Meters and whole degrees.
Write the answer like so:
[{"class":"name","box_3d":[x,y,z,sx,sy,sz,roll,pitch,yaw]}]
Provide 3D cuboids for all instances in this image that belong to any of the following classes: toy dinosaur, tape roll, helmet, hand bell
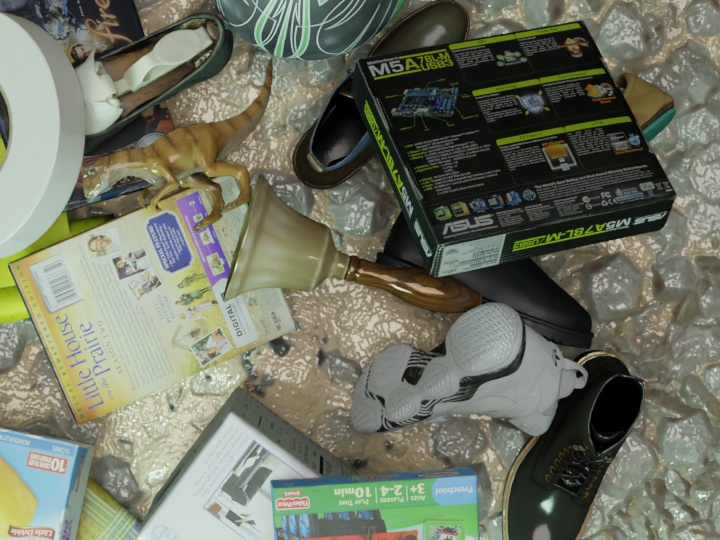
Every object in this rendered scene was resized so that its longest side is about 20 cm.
[{"class":"toy dinosaur","box_3d":[-0.123,-0.096,1.508,0.200,0.060,0.106,-26,87,-24]},{"class":"tape roll","box_3d":[-0.306,-0.106,1.483,0.203,0.037,0.203,-1,87,29]},{"class":"helmet","box_3d":[-0.038,-0.268,1.504,0.200,0.200,0.191,17,73,-3]},{"class":"hand bell","box_3d":[0.000,0.000,1.509,0.200,0.104,0.104,16,90,-6]}]

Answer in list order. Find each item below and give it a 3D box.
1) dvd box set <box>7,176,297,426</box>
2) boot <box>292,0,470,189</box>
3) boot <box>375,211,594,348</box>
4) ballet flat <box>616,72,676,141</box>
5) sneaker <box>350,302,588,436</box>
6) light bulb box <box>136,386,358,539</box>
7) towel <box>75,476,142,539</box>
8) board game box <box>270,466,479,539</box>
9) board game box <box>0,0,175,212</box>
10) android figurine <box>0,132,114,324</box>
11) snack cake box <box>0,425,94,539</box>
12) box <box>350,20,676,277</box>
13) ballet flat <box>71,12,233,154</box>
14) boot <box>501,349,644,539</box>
[{"class":"dvd box set","box_3d":[-0.169,0.022,1.549,0.200,0.029,0.146,-25,98,-12]},{"class":"boot","box_3d":[0.023,-0.145,1.544,0.075,0.097,0.200,40,89,-2]},{"class":"boot","box_3d":[0.125,-0.040,1.560,0.200,0.076,0.168,22,91,0]},{"class":"ballet flat","box_3d":[0.183,-0.096,1.540,0.063,0.069,0.200,42,52,8]},{"class":"sneaker","box_3d":[0.088,0.100,1.538,0.115,0.200,0.075,28,49,-31]},{"class":"light bulb box","box_3d":[-0.056,0.205,1.494,0.200,0.198,0.125,37,91,-2]},{"class":"towel","box_3d":[-0.227,0.266,1.577,0.200,0.023,0.144,40,88,-3]},{"class":"board game box","box_3d":[0.014,0.250,1.383,0.151,0.037,0.200,-3,95,-6]},{"class":"board game box","box_3d":[-0.236,-0.154,1.539,0.135,0.035,0.200,-17,84,-15]},{"class":"android figurine","box_3d":[-0.305,-0.046,1.561,0.200,0.041,0.182,-8,91,-4]},{"class":"snack cake box","box_3d":[-0.329,0.178,1.533,0.200,0.067,0.115,11,85,5]},{"class":"box","box_3d":[0.116,-0.099,1.462,0.200,0.048,0.193,-12,54,-16]},{"class":"ballet flat","box_3d":[-0.190,-0.153,1.496,0.200,0.068,0.068,-34,87,-16]},{"class":"boot","box_3d":[0.171,0.163,1.534,0.077,0.138,0.200,16,91,-3]}]
